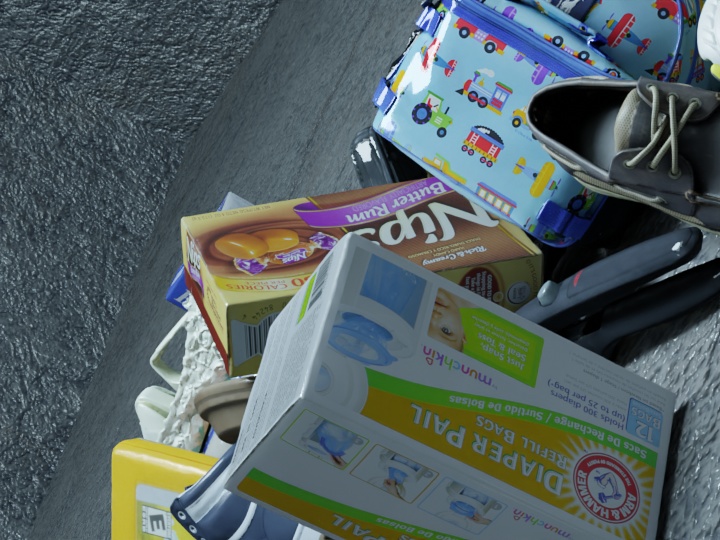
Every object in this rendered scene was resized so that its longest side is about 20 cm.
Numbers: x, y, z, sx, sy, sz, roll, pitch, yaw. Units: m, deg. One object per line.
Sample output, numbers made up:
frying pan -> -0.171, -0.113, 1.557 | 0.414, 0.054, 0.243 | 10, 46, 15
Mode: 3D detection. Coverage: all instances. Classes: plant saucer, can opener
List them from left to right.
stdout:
plant saucer -> -0.005, 0.091, 1.227 | 0.200, 0.200, 0.030 | 147, 123, -67
can opener -> 0.141, 0.016, 1.098 | 0.200, 0.063, 0.079 | -38, 31, 64

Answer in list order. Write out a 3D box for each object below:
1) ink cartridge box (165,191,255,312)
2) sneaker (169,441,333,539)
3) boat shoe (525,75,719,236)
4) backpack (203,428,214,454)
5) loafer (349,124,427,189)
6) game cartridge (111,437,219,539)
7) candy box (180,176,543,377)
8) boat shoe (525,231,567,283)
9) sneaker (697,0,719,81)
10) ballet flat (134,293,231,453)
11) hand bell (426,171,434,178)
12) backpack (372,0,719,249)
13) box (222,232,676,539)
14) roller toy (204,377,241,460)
ink cartridge box -> -0.040, 0.030, 1.506 | 0.094, 0.200, 0.044 | -54, 11, 36
sneaker -> -0.076, 0.201, 1.228 | 0.070, 0.108, 0.200 | -17, -47, -60
boat shoe -> 0.161, -0.062, 1.024 | 0.200, 0.073, 0.075 | 11, 86, 52
backpack -> -0.066, 0.088, 1.651 | 0.191, 0.154, 0.200 | -58, 4, -36
loafer -> 0.029, 0.000, 1.320 | 0.070, 0.201, 0.068 | -16, 10, 25
game cartridge -> -0.091, 0.216, 1.313 | 0.200, 0.032, 0.177 | 9, 102, 40
candy box -> 0.000, 0.000, 1.202 | 0.117, 0.200, 0.057 | -122, 25, -56
boat shoe -> 0.140, -0.043, 1.299 | 0.063, 0.073, 0.200 | 20, 74, 36
sneaker -> 0.252, -0.194, 1.103 | 0.085, 0.074, 0.200 | -30, 43, 58
ballet flat -> -0.126, 0.086, 1.420 | 0.072, 0.072, 0.200 | -81, 14, -57
hand bell -> 0.084, -0.035, 1.443 | 0.200, 0.104, 0.104 | 100, -168, -69
backpack -> 0.127, -0.133, 1.191 | 0.200, 0.183, 0.135 | -56, -19, 16
box -> 0.049, 0.087, 1.000 | 0.101, 0.200, 0.113 | -50, 19, 48
roller toy -> -0.034, 0.130, 1.413 | 0.200, 0.140, 0.182 | -64, 1, 20
